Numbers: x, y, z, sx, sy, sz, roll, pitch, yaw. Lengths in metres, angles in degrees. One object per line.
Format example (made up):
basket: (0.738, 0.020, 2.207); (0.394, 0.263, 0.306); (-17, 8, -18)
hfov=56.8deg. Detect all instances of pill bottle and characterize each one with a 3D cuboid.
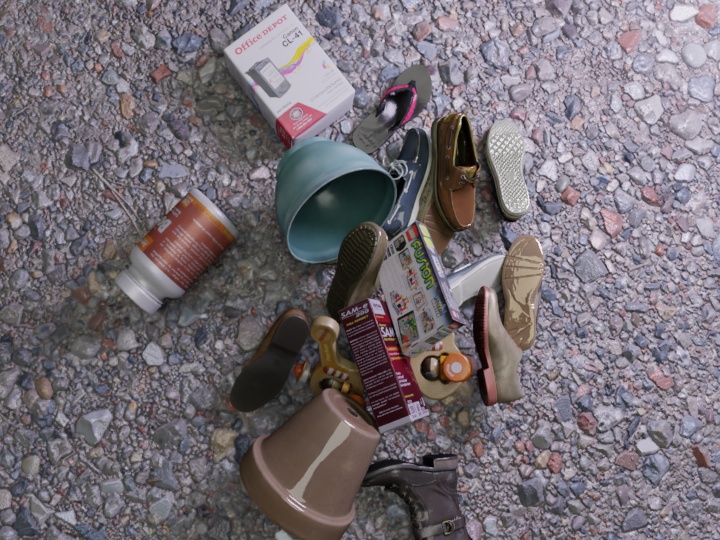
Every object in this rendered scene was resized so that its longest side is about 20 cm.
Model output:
pill bottle: (-0.307, -0.029, 1.110); (0.112, 0.112, 0.200); (43, 81, 1)

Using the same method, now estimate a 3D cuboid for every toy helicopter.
toy helicopter: (0.099, 0.129, 1.153); (0.131, 0.079, 0.202); (-29, 77, 6)
toy helicopter: (-0.056, 0.151, 1.090); (0.130, 0.202, 0.079); (3, 41, 13)

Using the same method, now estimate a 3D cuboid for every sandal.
sandal: (0.063, -0.293, 1.208); (0.075, 0.045, 0.200); (41, 82, 1)

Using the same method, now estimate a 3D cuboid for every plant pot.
plant pot: (-0.058, 0.287, 1.031); (0.199, 0.200, 0.175); (37, 98, 0)
plant pot: (-0.059, -0.130, 1.083); (0.199, 0.201, 0.135); (-31, 60, -8)

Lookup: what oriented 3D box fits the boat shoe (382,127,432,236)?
boat shoe: (0.072, -0.160, 1.177); (0.061, 0.075, 0.203); (16, 89, -33)

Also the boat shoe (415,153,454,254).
boat shoe: (0.134, -0.124, 1.193); (0.073, 0.062, 0.203); (15, 84, -29)

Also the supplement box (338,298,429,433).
supplement box: (0.038, 0.151, 1.073); (0.060, 0.109, 0.202); (-24, 77, 16)

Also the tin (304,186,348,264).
tin: (-0.038, -0.107, 1.182); (0.111, 0.042, 0.202); (22, 82, 2)

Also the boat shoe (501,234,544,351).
boat shoe: (0.285, 0.040, 1.179); (0.071, 0.065, 0.203); (1, 85, 12)

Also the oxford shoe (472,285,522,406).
oxford shoe: (0.235, 0.126, 1.136); (0.074, 0.070, 0.203); (-4, 91, -4)

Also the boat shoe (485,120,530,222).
boat shoe: (0.264, -0.179, 1.206); (0.073, 0.062, 0.203); (-4, 68, -1)

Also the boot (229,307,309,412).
boot: (-0.153, 0.151, 1.132); (0.073, 0.076, 0.201); (32, 99, -18)

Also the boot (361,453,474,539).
boot: (0.094, 0.406, 1.115); (0.197, 0.069, 0.177); (-4, 83, -8)

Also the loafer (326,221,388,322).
loafer: (0.000, 0.000, 1.118); (0.067, 0.201, 0.076); (-13, 52, -41)

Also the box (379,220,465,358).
box: (0.090, 0.029, 1.101); (0.110, 0.035, 0.202); (-37, 51, 28)

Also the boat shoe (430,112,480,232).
boat shoe: (0.166, -0.165, 1.134); (0.071, 0.068, 0.203); (-19, 102, -31)

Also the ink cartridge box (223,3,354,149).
ink cartridge box: (-0.125, -0.337, 1.178); (0.147, 0.086, 0.201); (-39, 89, -8)

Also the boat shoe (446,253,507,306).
boat shoe: (0.180, 0.013, 1.161); (0.199, 0.074, 0.062); (-27, 43, -28)
